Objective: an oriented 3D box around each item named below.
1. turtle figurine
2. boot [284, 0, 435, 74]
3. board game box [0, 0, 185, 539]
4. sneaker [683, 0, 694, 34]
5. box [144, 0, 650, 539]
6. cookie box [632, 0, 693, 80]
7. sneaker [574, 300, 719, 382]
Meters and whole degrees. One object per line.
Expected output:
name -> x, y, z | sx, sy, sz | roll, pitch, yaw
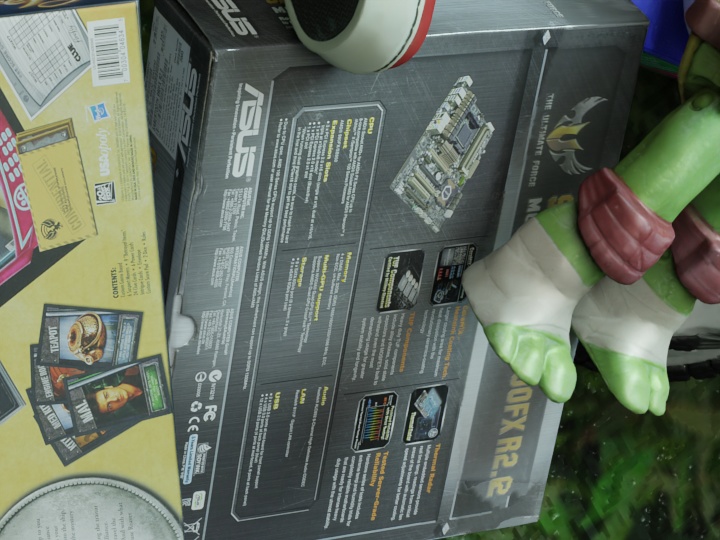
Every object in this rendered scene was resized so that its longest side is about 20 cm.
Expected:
turtle figurine -> 0.142, -0.017, 0.881 | 0.200, 0.144, 0.194 | 45, 112, -3
boot -> 0.049, -0.149, 0.887 | 0.144, 0.072, 0.202 | 12, 78, -34
board game box -> -0.125, 0.021, 0.859 | 0.134, 0.035, 0.202 | -7, 109, -12
sneaker -> 0.169, -0.159, 0.964 | 0.075, 0.084, 0.202 | 4, 96, -34
box -> 0.000, 0.000, 0.951 | 0.157, 0.048, 0.201 | -7, 124, -27
cookie box -> 0.119, -0.156, 1.029 | 0.199, 0.075, 0.172 | 16, 90, -34
sneaker -> 0.149, -0.011, 1.019 | 0.074, 0.199, 0.082 | 24, 69, -47
